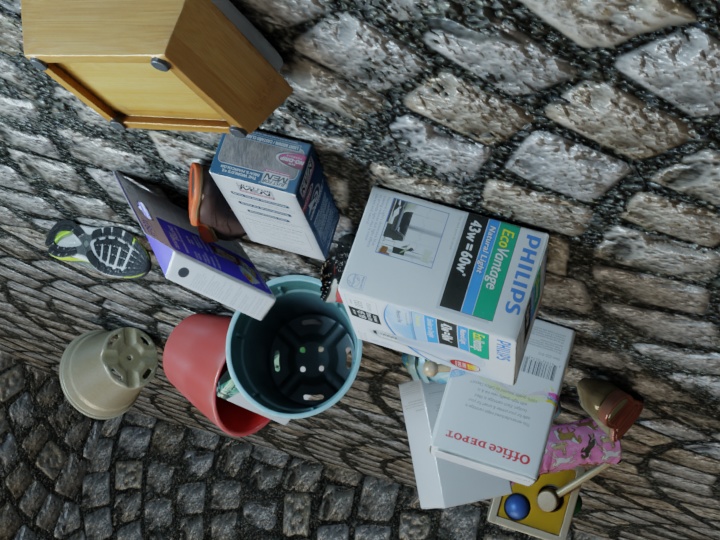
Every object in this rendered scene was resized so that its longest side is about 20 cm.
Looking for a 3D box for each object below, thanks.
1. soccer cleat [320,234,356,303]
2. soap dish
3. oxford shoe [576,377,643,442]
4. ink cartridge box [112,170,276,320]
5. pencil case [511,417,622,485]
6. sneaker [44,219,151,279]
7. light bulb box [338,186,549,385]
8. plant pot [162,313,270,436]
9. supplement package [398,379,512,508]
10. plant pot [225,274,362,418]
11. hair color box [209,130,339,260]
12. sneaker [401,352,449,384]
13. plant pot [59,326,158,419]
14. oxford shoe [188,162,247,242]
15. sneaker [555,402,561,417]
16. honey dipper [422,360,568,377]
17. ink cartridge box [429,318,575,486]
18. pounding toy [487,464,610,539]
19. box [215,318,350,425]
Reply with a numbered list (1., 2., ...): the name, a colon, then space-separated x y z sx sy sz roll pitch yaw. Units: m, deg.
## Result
1. soccer cleat: 0.000 0.000 1.464 0.072 0.070 0.200 3 167 -13
2. soap dish: -0.179 -0.183 1.006 0.197 0.082 0.157 7 160 33
3. oxford shoe: 0.364 0.196 1.713 0.074 0.071 0.200 39 175 27
4. ink cartridge box: -0.219 -0.032 1.469 0.199 0.044 0.198 30 -169 -32
5. pencil case: 0.314 0.285 1.857 0.196 0.088 0.083 -9 -160 -11
6. sneaker: -0.391 -0.029 1.804 0.198 0.075 0.081 18 173 32
7. light bulb box: 0.096 0.021 1.292 0.197 0.127 0.199 16 164 12
8. plant pot: -0.244 0.169 2.082 0.176 0.203 0.200 20 169 39
9. supplement package: 0.147 0.264 1.845 0.119 0.204 0.120 -7 171 -17
10. plant pot: -0.085 0.124 1.747 0.197 0.203 0.196 16 172 8
11. hair color box: -0.088 -0.081 1.276 0.098 0.061 0.200 15 164 12
12. sneaker: 0.118 0.129 1.710 0.128 0.081 0.200 14 163 12
13. plant pot: -0.534 0.209 2.562 0.198 0.203 0.183 26 151 -25
14. oxford shoe: -0.161 -0.082 1.376 0.071 0.073 0.200 0 170 1
15. sneaker: 0.266 0.202 1.832 0.094 0.081 0.200 -1 166 13
16. honey dipper: 0.183 0.127 1.593 0.196 0.039 0.038 -2 162 4
17. ink cartridge box: 0.182 0.161 1.517 0.142 0.203 0.085 16 164 7
18. pounding toy: 0.363 0.422 2.263 0.197 0.187 0.142 16 176 8
19. box: -0.127 0.158 1.935 0.143 0.201 0.037 26 -153 -28
